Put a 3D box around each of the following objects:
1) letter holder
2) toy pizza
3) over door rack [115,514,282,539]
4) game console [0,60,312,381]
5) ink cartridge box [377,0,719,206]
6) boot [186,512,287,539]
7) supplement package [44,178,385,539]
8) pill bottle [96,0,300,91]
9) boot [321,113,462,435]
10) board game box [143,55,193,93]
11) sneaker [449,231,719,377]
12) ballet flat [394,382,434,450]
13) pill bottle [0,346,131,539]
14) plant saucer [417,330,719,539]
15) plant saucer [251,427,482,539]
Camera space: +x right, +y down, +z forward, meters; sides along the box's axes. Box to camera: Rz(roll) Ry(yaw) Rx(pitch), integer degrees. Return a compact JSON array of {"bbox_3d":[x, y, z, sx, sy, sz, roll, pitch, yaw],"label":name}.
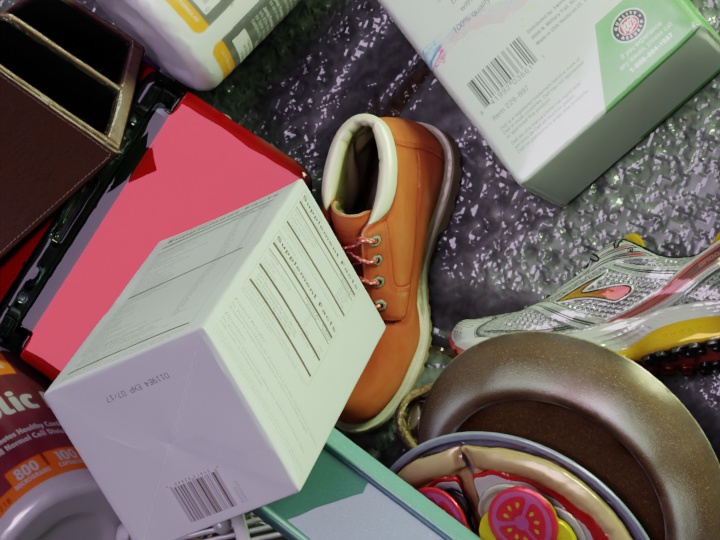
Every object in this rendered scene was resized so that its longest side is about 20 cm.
[{"bbox_3d":[-0.257,-0.093,1.555,0.200,0.142,0.101,-38,30,37],"label":"letter holder"},{"bbox_3d":[0.087,0.186,1.419,0.199,0.032,0.201,15,122,25],"label":"toy pizza"},{"bbox_3d":[-0.054,0.234,1.465,0.147,0.067,0.201,-14,103,16],"label":"over door rack"},{"bbox_3d":[-0.146,-0.020,1.581,0.201,0.118,0.172,-57,21,1],"label":"game console"},{"bbox_3d":[0.108,-0.164,1.498,0.145,0.087,0.200,-42,68,13],"label":"ink cartridge box"},{"bbox_3d":[-0.071,0.112,1.547,0.199,0.073,0.152,4,83,32],"label":"boot"},{"bbox_3d":[-0.077,0.050,1.401,0.113,0.200,0.110,-22,108,25],"label":"supplement package"},{"bbox_3d":[-0.071,-0.221,1.558,0.116,0.116,0.200,38,79,26],"label":"pill bottle"},{"bbox_3d":[0.000,0.000,1.512,0.075,0.107,0.201,9,87,24],"label":"boot"},{"bbox_3d":[-0.194,-0.062,1.660,0.119,0.032,0.201,21,90,23],"label":"board game box"},{"bbox_3d":[0.150,0.026,1.458,0.199,0.078,0.083,-10,70,16],"label":"sneaker"},{"bbox_3d":[0.107,0.108,1.462,0.199,0.065,0.071,7,82,26],"label":"ballet flat"},{"bbox_3d":[-0.230,0.120,1.554,0.114,0.114,0.200,-53,50,9],"label":"pill bottle"},{"bbox_3d":[0.115,0.131,1.412,0.199,0.032,0.201,15,123,24],"label":"plant saucer"},{"bbox_3d":[0.028,0.166,1.395,0.200,0.019,0.070,36,96,15],"label":"plant saucer"}]
